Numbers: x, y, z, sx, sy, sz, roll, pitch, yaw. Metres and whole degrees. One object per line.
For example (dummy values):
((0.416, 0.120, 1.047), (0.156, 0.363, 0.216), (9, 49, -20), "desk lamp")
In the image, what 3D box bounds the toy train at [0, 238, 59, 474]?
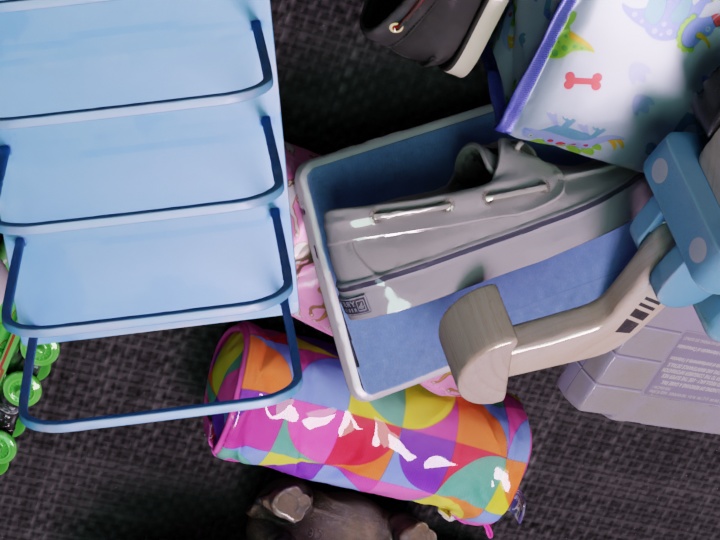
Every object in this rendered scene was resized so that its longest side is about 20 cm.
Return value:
((-0.199, 0.046, 0.972), (0.056, 0.042, 0.201), (22, 114, -10), "toy train")

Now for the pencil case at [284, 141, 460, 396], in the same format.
((0.000, 0.000, 0.957), (0.199, 0.083, 0.087), (26, 133, -23), "pencil case")

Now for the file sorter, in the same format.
((-0.100, -0.045, 0.767), (0.137, 0.123, 0.202), (-6, 114, -4), "file sorter")

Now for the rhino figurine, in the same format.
((0.018, 0.175, 1.062), (0.198, 0.087, 0.060), (21, 82, -20), "rhino figurine")

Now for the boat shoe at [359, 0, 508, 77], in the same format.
((0.061, -0.195, 0.860), (0.063, 0.074, 0.203), (17, 115, -19), "boat shoe")

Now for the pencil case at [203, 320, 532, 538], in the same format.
((0.005, 0.094, 1.011), (0.198, 0.089, 0.089), (19, 115, -17), "pencil case")

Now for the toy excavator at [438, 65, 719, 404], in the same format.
((0.159, -0.001, 0.846), (0.193, 0.101, 0.201), (3, 140, -30), "toy excavator")

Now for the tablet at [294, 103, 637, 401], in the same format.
((0.066, -0.021, 0.936), (0.198, 0.014, 0.131), (-19, 100, -24), "tablet")

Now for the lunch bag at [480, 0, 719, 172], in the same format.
((0.169, -0.155, 0.872), (0.168, 0.128, 0.201), (12, 128, -18), "lunch bag")

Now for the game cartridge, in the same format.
((0.214, 0.037, 1.010), (0.199, 0.039, 0.130), (11, 123, -41), "game cartridge")

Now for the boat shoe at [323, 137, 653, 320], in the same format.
((0.070, -0.036, 0.896), (0.198, 0.072, 0.066), (-20, 97, -19), "boat shoe")

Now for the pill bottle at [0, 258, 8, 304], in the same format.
((-0.263, -0.049, 0.863), (0.111, 0.112, 0.201), (-28, 121, 6), "pill bottle")
